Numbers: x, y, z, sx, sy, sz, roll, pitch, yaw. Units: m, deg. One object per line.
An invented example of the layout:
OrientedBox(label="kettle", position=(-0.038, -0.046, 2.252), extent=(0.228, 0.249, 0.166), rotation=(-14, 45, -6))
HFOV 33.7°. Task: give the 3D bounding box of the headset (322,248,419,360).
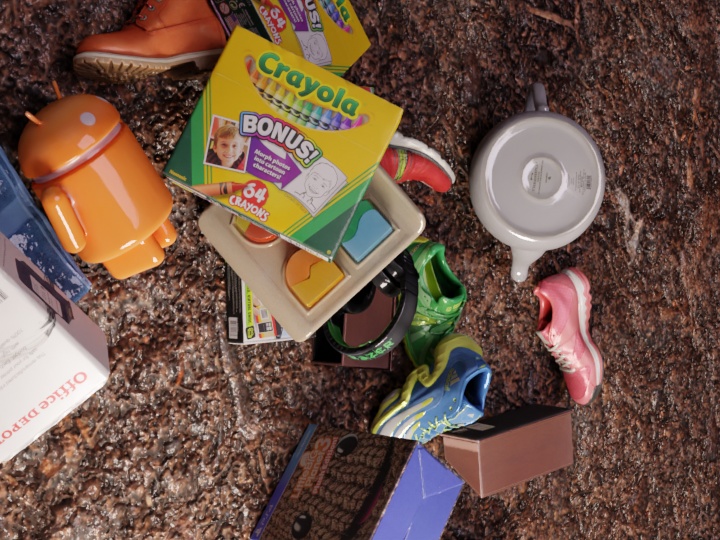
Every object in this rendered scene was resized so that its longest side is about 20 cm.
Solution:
OrientedBox(label="headset", position=(0.000, 0.000, 1.352), extent=(0.094, 0.122, 0.202), rotation=(32, 45, -43))

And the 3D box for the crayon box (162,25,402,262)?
OrientedBox(label="crayon box", position=(-0.081, -0.132, 1.257), extent=(0.198, 0.058, 0.174), rotation=(26, 86, 0))

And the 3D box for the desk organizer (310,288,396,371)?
OrientedBox(label="desk organizer", position=(-0.005, 0.018, 1.456), extent=(0.076, 0.071, 0.203), rotation=(7, 86, -38))

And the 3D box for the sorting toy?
OrientedBox(label="sorting toy", position=(-0.056, -0.053, 1.307), extent=(0.200, 0.036, 0.185), rotation=(-43, 81, 3))

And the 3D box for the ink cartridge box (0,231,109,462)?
OrientedBox(label="ink cartridge box", position=(-0.350, 0.059, 1.102), extent=(0.144, 0.085, 0.200), rotation=(-37, 120, 5))

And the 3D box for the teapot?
OrientedBox(label="teapot", position=(0.233, -0.122, 1.621), extent=(0.200, 0.146, 0.198), rotation=(-41, 91, -2))

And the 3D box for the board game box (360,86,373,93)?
OrientedBox(label="board game box", position=(-0.062, -0.179, 1.435), extent=(0.198, 0.030, 0.097), rotation=(-2, 91, -39))

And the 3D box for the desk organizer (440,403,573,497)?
OrientedBox(label="desk organizer", position=(0.205, 0.244, 1.630), extent=(0.198, 0.071, 0.078), rotation=(-9, 98, -41))

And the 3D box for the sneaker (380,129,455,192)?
OrientedBox(label="sneaker", position=(0.029, -0.129, 1.465), extent=(0.198, 0.077, 0.086), rotation=(21, 87, -34))

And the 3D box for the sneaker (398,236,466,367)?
OrientedBox(label="sneaker", position=(0.096, 0.055, 1.535), extent=(0.074, 0.083, 0.203), rotation=(-27, 108, -38))

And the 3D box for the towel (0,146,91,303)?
OrientedBox(label="towel", position=(-0.356, -0.029, 1.161), extent=(0.112, 0.048, 0.202), rotation=(-42, 117, -32))

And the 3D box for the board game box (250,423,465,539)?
OrientedBox(label="board game box", position=(-0.005, 0.277, 1.370), extent=(0.097, 0.199, 0.161), rotation=(43, 63, -31))

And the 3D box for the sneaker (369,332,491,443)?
OrientedBox(label="sneaker", position=(0.090, 0.174, 1.483), extent=(0.075, 0.105, 0.201), rotation=(33, 93, -33))

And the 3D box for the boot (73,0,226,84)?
OrientedBox(label="boot", position=(-0.227, -0.256, 1.264), extent=(0.199, 0.074, 0.109), rotation=(-17, 98, -48))

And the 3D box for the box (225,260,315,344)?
OrientedBox(label="box", position=(-0.106, -0.020, 1.390), extent=(0.109, 0.034, 0.203), rotation=(-4, 92, -41))

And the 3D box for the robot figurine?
OrientedBox(label="robot figurine", position=(-0.266, -0.089, 1.195), extent=(0.144, 0.116, 0.201), rotation=(-41, 115, -22))

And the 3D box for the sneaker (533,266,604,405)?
OrientedBox(label="sneaker", position=(0.292, 0.101, 1.731), extent=(0.086, 0.073, 0.203), rotation=(-12, 95, -27))

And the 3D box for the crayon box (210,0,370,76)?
OrientedBox(label="crayon box", position=(-0.085, -0.304, 1.363), extent=(0.202, 0.058, 0.173), rotation=(61, 40, -22))
